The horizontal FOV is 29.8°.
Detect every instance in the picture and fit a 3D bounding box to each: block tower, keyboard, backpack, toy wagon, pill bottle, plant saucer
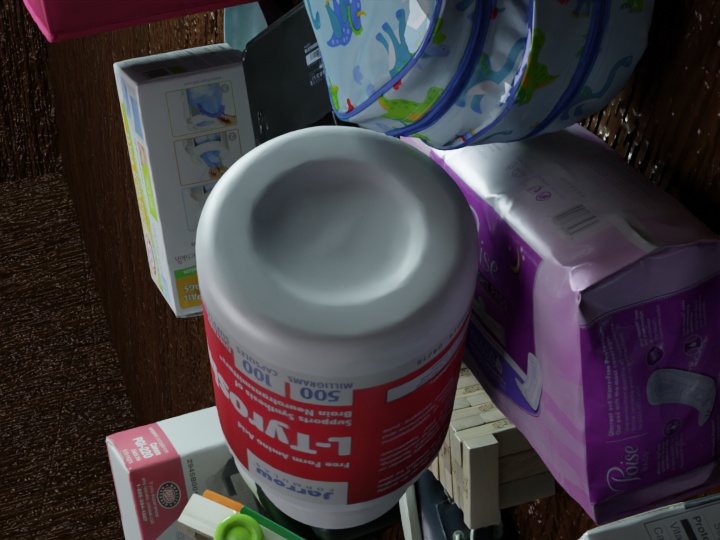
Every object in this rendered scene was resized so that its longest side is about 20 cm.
[{"bbox_3d":[0.050,0.071,0.798,0.200,0.058,0.054,-127,28,-60],"label":"block tower"},{"bbox_3d":[-0.013,-0.110,0.830,0.200,0.021,0.127,-19,78,56],"label":"keyboard"},{"bbox_3d":[0.037,-0.147,0.539,0.163,0.154,0.200,-22,94,55],"label":"backpack"},{"bbox_3d":[-0.036,0.219,0.946,0.040,0.200,0.155,-61,-1,-17],"label":"toy wagon"},{"bbox_3d":[-0.011,0.038,0.602,0.200,0.112,0.112,92,159,-57],"label":"pill bottle"},{"bbox_3d":[-0.073,-0.140,1.113,0.200,0.027,0.200,168,90,-75],"label":"plant saucer"}]

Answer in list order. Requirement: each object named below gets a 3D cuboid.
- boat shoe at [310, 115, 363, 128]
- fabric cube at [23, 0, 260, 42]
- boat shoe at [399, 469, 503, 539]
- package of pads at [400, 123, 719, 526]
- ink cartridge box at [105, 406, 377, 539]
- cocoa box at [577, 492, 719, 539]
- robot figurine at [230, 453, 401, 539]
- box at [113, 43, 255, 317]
[{"bbox_3d":[-0.013,-0.022,0.936,0.074,0.063,0.202,-171,67,-70],"label":"boat shoe"},{"bbox_3d":[-0.166,-0.300,0.997,0.196,0.200,0.200,-136,34,-62],"label":"fabric cube"},{"bbox_3d":[0.060,0.176,0.826,0.075,0.062,0.200,73,-173,-70],"label":"boat shoe"},{"bbox_3d":[0.082,0.002,0.586,0.200,0.076,0.121,-127,23,-57],"label":"package of pads"},{"bbox_3d":[-0.096,0.189,1.133,0.085,0.200,0.146,-152,51,-63],"label":"ink cartridge box"},{"bbox_3d":[0.129,0.162,0.447,0.200,0.131,0.134,104,150,-58],"label":"cocoa box"},{"bbox_3d":[-0.031,0.128,0.992,0.150,0.125,0.200,-64,23,4],"label":"robot figurine"},{"bbox_3d":[-0.133,-0.077,1.134,0.112,0.101,0.200,-139,39,-64],"label":"box"}]
